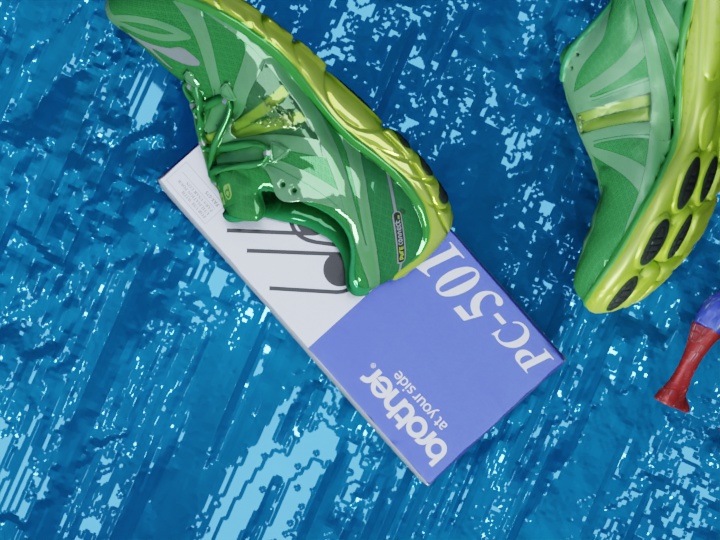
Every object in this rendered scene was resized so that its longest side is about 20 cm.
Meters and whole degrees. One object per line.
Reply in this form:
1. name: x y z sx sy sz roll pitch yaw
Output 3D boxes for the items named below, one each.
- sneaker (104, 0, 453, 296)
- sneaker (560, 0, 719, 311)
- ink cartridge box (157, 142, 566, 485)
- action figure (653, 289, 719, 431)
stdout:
1. sneaker: -0.047 -0.066 1.235 0.200 0.074 0.084 41 84 -1
2. sneaker: 0.138 -0.078 1.295 0.083 0.074 0.201 16 94 28
3. ink cartridge box: 0.000 0.000 1.294 0.094 0.044 0.200 -41 91 -3
4. action figure: 0.213 -0.016 1.290 0.065 0.052 0.201 27 93 31
